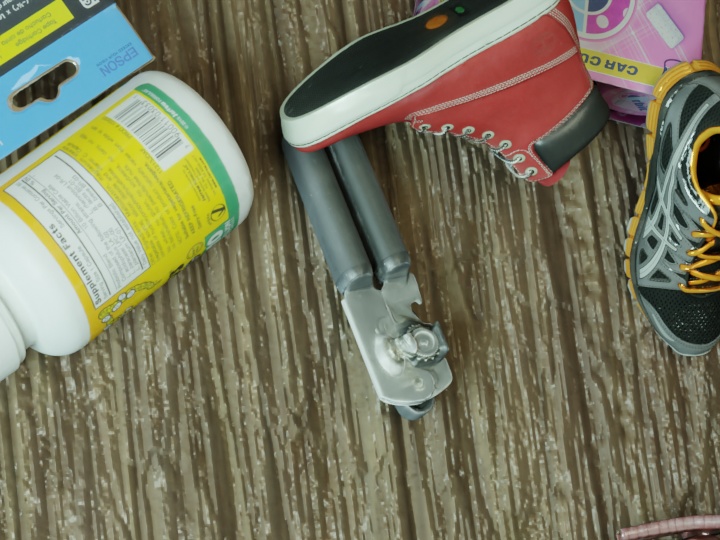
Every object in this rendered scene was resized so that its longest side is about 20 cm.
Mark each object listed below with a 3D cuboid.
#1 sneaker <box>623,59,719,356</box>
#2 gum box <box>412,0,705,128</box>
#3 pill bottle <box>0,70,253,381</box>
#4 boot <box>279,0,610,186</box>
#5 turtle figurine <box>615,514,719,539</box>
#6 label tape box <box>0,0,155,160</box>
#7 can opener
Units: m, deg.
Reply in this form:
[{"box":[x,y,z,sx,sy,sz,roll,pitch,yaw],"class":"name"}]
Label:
[{"box":[0.224,-0.033,1.450,0.078,0.077,0.202,-11,113,-19],"class":"sneaker"},{"box":[0.130,-0.177,1.479,0.199,0.066,0.114,12,74,-18],"class":"gum box"},{"box":[-0.170,-0.021,1.310,0.200,0.113,0.113,-39,93,-23],"class":"pill bottle"},{"box":[0.058,-0.092,1.399,0.199,0.073,0.145,-26,121,-2],"class":"boot"},{"box":[0.264,0.229,1.406,0.193,0.200,0.145,-25,122,-27],"class":"turtle figurine"},{"box":[-0.243,-0.167,1.340,0.144,0.063,0.201,-36,92,-25],"class":"label tape box"},{"box":[0.000,0.000,1.408,0.053,0.067,0.201,-15,71,-22],"class":"can opener"}]
